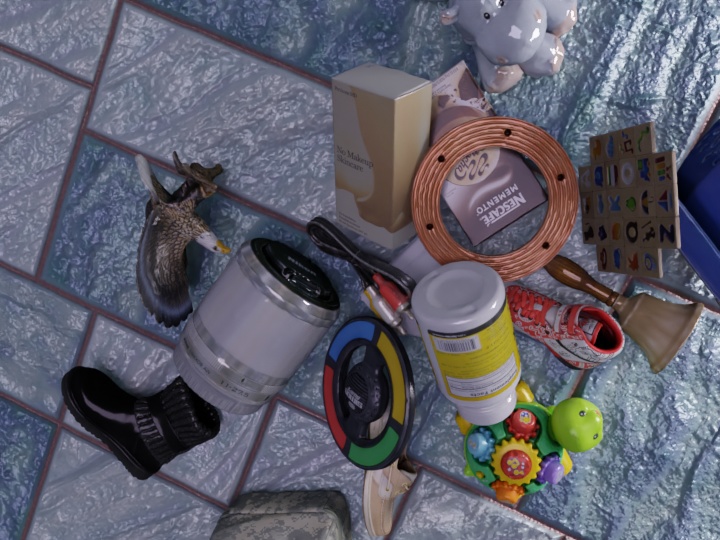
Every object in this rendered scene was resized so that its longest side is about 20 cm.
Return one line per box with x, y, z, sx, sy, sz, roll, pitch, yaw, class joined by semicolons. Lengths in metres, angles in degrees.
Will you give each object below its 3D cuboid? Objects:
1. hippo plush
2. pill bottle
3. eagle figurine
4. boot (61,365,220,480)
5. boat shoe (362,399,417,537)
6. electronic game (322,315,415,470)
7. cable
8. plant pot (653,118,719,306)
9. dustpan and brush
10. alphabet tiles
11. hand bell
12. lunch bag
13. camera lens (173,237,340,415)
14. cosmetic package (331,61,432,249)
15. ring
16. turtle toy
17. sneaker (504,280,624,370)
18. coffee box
0.171;-0.317;0.773;0.159;0.161;0.201;-38;90;13;hippo plush
0.137;0.097;0.816;0.110;0.112;0.201;-12;127;11;pill bottle
-0.247;-0.044;0.886;0.151;0.151;0.201;38;105;22;eagle figurine
-0.320;0.194;0.976;0.157;0.080;0.211;-37;101;20;boot
0.045;0.280;0.927;0.068;0.074;0.202;5;98;15;boat shoe
0.006;0.162;0.878;0.199;0.041;0.202;-4;85;55;electronic game
0.000;0.000;0.864;0.200;0.097;0.050;42;63;6;cable
0.443;-0.070;0.741;0.179;0.200;0.201;-37;91;25;plant pot
0.113;0.061;0.900;0.200;0.057;0.140;49;115;7;dustpan and brush
0.305;-0.078;0.767;0.006;0.200;0.168;-7;95;-8;alphabet tiles
0.317;0.031;0.848;0.199;0.104;0.105;35;103;17;hand bell
-0.119;0.409;0.927;0.198;0.168;0.141;-4;97;11;lunch bag
-0.136;0.070;0.886;0.160;0.160;0.200;39;103;3;camera lens
0.025;-0.139;0.812;0.105;0.071;0.201;27;135;34;cosmetic package
0.160;-0.083;0.796;0.198;0.019;0.202;2;107;5;ring
0.223;0.227;0.873;0.199;0.101;0.146;-32;92;13;turtle toy
0.234;0.052;0.834;0.201;0.108;0.068;34;70;0;sneaker
0.139;-0.146;0.845;0.113;0.080;0.201;-33;91;13;coffee box
